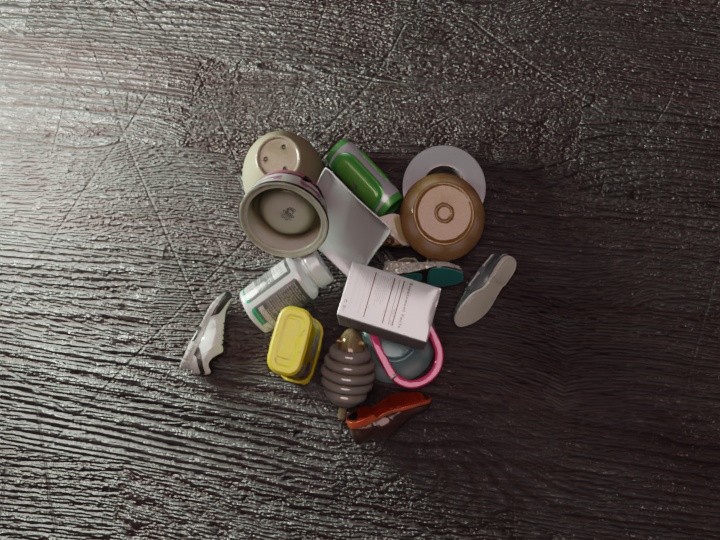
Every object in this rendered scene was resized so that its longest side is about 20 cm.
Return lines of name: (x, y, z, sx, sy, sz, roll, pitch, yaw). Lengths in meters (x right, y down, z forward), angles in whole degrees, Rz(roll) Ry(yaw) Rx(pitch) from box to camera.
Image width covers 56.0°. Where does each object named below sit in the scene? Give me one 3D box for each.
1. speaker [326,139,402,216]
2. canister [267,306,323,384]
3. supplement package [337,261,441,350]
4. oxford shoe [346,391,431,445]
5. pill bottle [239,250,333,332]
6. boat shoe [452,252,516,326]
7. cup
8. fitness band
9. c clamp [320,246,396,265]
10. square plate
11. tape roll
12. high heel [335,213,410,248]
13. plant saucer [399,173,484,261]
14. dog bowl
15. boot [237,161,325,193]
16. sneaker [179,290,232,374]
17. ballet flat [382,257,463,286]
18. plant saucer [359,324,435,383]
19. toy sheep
speaker: (0.009, -0.215, 1.608, 0.088, 0.089, 0.200, -42, 79, -6)
canister: (-0.140, 0.164, 1.477, 0.084, 0.200, 0.152, 13, 79, 5)
supplement package: (0.060, 0.078, 1.450, 0.195, 0.121, 0.123, 17, 77, 5)
oxford shoe: (0.068, 0.328, 1.509, 0.195, 0.071, 0.074, -17, 106, -4)
pill bottle: (-0.166, 0.039, 1.538, 0.198, 0.113, 0.114, -35, 78, 4)
boat shoe: (0.276, 0.041, 1.561, 0.201, 0.073, 0.062, -50, 36, -1)
cup: (-0.178, -0.232, 1.531, 0.194, 0.143, 0.206, 0, 81, -2)
fitness band: (0.101, 0.161, 1.508, 0.141, 0.037, 0.203, -27, 78, -3)
c clamp: (0.000, 0.000, 1.593, 0.170, 0.027, 0.200, -41, 74, -12)
square plate: (-0.038, -0.099, 1.499, 0.198, 0.201, 0.028, 43, 46, 7)
tape roll: (0.195, -0.187, 1.601, 0.194, 0.066, 0.206, -1, 79, 4)
high heel: (0.035, -0.082, 1.589, 0.197, 0.141, 0.073, 16, 66, -36)
plant saucer: (0.187, -0.126, 1.534, 0.194, 0.035, 0.206, 0, 81, 1)
dog bowl: (-0.159, -0.127, 1.458, 0.194, 0.204, 0.075, 6, 42, 5)
boot: (-0.174, -0.211, 1.627, 0.198, 0.066, 0.167, -34, 86, -1)
sneaker: (-0.341, 0.146, 1.568, 0.079, 0.074, 0.204, 26, 85, -6)
ballet flat: (0.142, -0.004, 1.557, 0.194, 0.072, 0.074, -2, 77, -12)
plant saucer: (0.077, 0.153, 1.549, 0.195, 0.039, 0.207, -1, 77, 3)
toy sheep: (-0.027, 0.227, 1.481, 0.134, 0.138, 0.206, 4, 99, 4)
